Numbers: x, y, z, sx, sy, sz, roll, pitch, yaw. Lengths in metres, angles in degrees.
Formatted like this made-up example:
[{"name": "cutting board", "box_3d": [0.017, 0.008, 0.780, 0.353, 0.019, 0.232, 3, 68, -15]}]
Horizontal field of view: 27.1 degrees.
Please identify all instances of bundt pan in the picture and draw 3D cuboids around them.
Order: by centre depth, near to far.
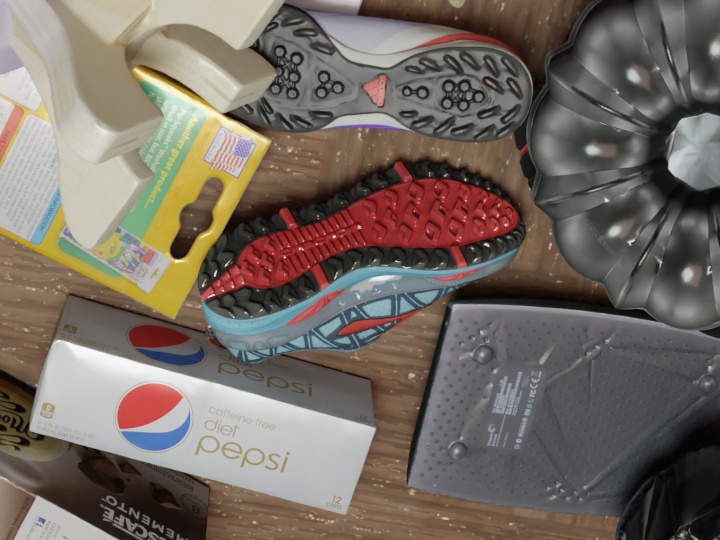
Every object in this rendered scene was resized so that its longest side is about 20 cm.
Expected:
[{"name": "bundt pan", "box_3d": [0.175, -0.060, 0.769, 0.199, 0.076, 0.205, 3, 101, 18]}]

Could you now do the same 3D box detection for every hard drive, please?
[{"name": "hard drive", "box_3d": [0.132, 0.082, 0.920, 0.197, 0.042, 0.136, 8, 111, -14]}]

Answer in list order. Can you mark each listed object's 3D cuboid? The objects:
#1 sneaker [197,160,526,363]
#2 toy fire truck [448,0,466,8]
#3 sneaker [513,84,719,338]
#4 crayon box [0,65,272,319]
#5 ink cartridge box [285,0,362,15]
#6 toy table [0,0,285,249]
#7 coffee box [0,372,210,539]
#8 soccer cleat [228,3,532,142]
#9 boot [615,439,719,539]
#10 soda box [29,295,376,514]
[{"name": "sneaker", "box_3d": [0.000, 0.000, 0.886, 0.198, 0.080, 0.096, -14, 149, -11]}, {"name": "toy fire truck", "box_3d": [0.138, -0.214, 0.777, 0.198, 0.176, 0.130, 7, 119, 40]}, {"name": "sneaker", "box_3d": [0.174, -0.049, 0.880, 0.200, 0.074, 0.087, 41, 70, -8]}, {"name": "crayon box", "box_3d": [-0.165, -0.075, 0.847, 0.198, 0.052, 0.127, 28, 107, -12]}, {"name": "ink cartridge box", "box_3d": [-0.021, -0.231, 0.787, 0.114, 0.067, 0.202, 16, 110, -10]}, {"name": "toy table", "box_3d": [-0.121, -0.112, 0.714, 0.117, 0.200, 0.184, 43, 127, 5]}, {"name": "coffee box", "box_3d": [-0.194, 0.141, 0.896, 0.199, 0.113, 0.080, 32, 106, -14]}, {"name": "soccer cleat", "box_3d": [-0.003, -0.113, 0.835, 0.197, 0.073, 0.069, 7, 108, 1]}, {"name": "boot", "box_3d": [0.267, 0.142, 0.902, 0.199, 0.077, 0.168, -35, 142, 19]}, {"name": "soda box", "box_3d": [-0.093, 0.081, 0.902, 0.198, 0.068, 0.064, 16, 110, -9]}]
